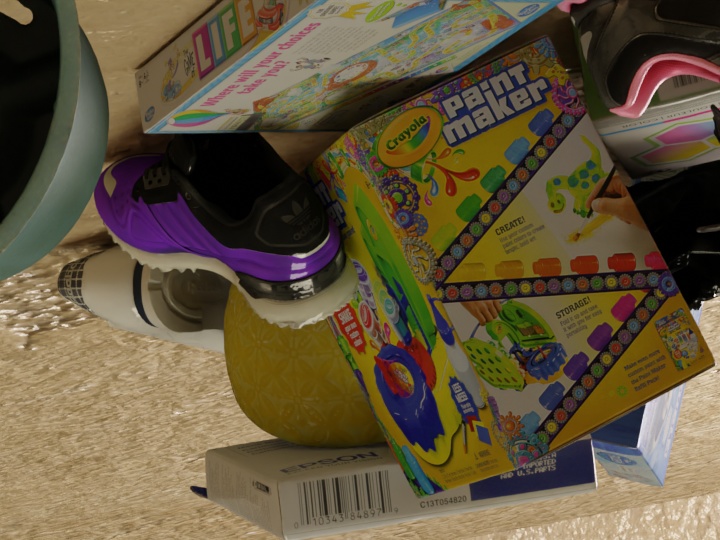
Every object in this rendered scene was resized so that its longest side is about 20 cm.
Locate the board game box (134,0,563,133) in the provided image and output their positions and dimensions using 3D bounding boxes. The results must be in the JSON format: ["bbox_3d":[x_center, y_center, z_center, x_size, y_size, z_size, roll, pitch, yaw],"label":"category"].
[{"bbox_3d":[-0.008,-0.115,1.353,0.134,0.034,0.200,-2,165,-31],"label":"board game box"}]

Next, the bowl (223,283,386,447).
[{"bbox_3d":[0.000,0.000,1.635,0.200,0.200,0.108,-13,126,14],"label":"bowl"}]

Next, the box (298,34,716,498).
[{"bbox_3d":[0.064,0.004,1.473,0.122,0.193,0.200,-26,177,-17],"label":"box"}]

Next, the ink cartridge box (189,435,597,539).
[{"bbox_3d":[0.014,0.115,1.657,0.199,0.041,0.200,-7,-175,-19],"label":"ink cartridge box"}]

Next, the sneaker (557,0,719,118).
[{"bbox_3d":[0.197,-0.127,1.330,0.200,0.096,0.079,-15,164,15],"label":"sneaker"}]

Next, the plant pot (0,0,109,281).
[{"bbox_3d":[-0.191,-0.070,1.099,0.200,0.200,0.196,-11,176,5],"label":"plant pot"}]

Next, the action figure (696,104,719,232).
[{"bbox_3d":[0.256,-0.080,1.379,0.200,0.119,0.102,-47,-173,-15],"label":"action figure"}]

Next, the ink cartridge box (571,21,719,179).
[{"bbox_3d":[0.187,-0.097,1.521,0.104,0.059,0.200,-13,167,11],"label":"ink cartridge box"}]

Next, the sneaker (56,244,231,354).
[{"bbox_3d":[-0.113,0.016,1.784,0.080,0.077,0.200,-3,168,27],"label":"sneaker"}]

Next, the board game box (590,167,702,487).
[{"bbox_3d":[0.187,0.026,1.748,0.043,0.200,0.199,12,172,12],"label":"board game box"}]

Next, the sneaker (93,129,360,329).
[{"bbox_3d":[-0.081,-0.046,1.475,0.070,0.100,0.200,-40,-142,-24],"label":"sneaker"}]

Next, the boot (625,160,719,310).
[{"bbox_3d":[0.204,-0.022,1.561,0.200,0.077,0.168,-7,-176,-19],"label":"boot"}]
